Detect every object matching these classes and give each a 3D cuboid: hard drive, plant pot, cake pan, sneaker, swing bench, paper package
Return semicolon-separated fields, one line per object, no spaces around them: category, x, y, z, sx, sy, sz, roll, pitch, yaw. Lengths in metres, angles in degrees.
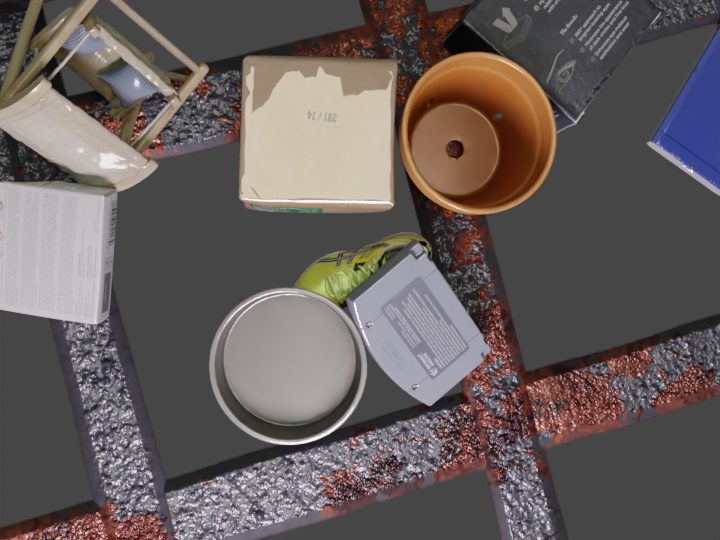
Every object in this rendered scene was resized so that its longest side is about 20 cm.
hard drive;0.504;-0.224;1.646;0.131;0.025;0.201;33;82;-6
plant pot;0.137;-0.165;1.520;0.198;0.140;0.202;1;86;-9
cake pan;-0.090;0.118;1.490;0.198;0.037;0.203;0;99;1
sneaker;0.000;0.000;1.517;0.199;0.076;0.076;-27;93;-9
swing bench;-0.320;-0.216;1.402;0.199;0.129;0.201;37;76;-49
paper package;-0.052;-0.169;1.494;0.198;0.103;0.193;2;86;-2

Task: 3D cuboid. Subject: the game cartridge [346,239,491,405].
game cartridge;0.070;0.073;1.505;0.133;0.040;0.201;-40;120;-8

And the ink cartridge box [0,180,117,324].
ink cartridge box;-0.403;-0.030;1.452;0.198;0.057;0.164;9;102;11

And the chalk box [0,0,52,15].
chalk box;-0.390;-0.409;1.453;0.198;0.124;0.125;-20;90;-12

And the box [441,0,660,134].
box;0.250;-0.321;1.562;0.200;0.117;0.197;40;80;-6
